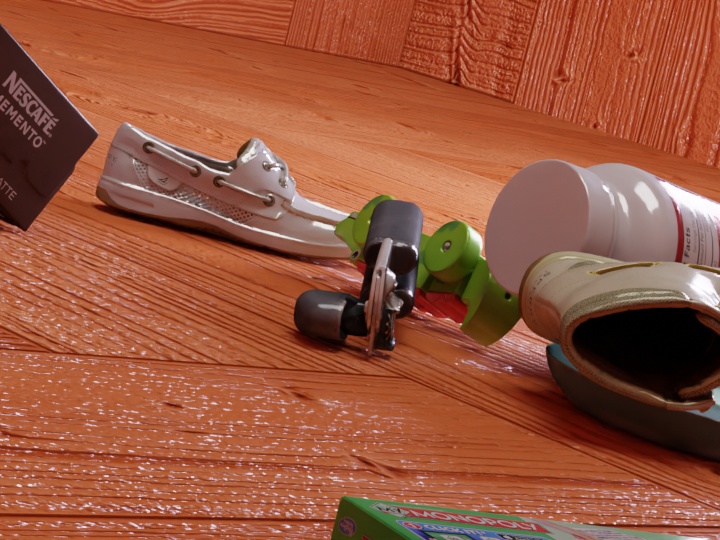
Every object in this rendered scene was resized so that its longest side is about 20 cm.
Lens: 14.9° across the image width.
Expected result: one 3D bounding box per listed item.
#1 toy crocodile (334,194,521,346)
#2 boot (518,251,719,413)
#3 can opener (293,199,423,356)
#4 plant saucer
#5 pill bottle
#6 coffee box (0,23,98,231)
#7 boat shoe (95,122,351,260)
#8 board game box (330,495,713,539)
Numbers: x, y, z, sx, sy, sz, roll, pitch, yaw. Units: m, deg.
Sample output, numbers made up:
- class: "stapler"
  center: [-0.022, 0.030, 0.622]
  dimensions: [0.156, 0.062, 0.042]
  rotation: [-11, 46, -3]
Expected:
- class: "toy crocodile"
  center: [0.044, 0.001, 1.755]
  dimensions: [0.067, 0.062, 0.200]
  rotation: [38, -9, -35]
- class: "boot"
  center: [0.194, 0.037, 1.508]
  dimensions: [0.200, 0.072, 0.155]
  rotation: [8, 8, -7]
- class: "can opener"
  center: [0.000, 0.000, 1.621]
  dimensions: [0.067, 0.053, 0.200]
  rotation: [6, 15, 1]
- class: "plant saucer"
  center: [0.199, 0.081, 1.563]
  dimensions: [0.200, 0.027, 0.200]
  rotation: [13, 7, -2]
- class: "pill bottle"
  center: [0.174, 0.000, 1.685]
  dimensions: [0.200, 0.112, 0.112]
  rotation: [20, 2, -40]
- class: "coffee box"
  center: [-0.271, -0.110, 1.723]
  dimensions: [0.200, 0.080, 0.114]
  rotation: [22, -20, 45]
- class: "boat shoe"
  center: [-0.077, -0.056, 1.886]
  dimensions: [0.200, 0.069, 0.071]
  rotation: [14, 6, -10]
- class: "board game box"
  center: [0.105, 0.127, 1.041]
  dimensions: [0.200, 0.029, 0.135]
  rotation: [9, 8, -31]
